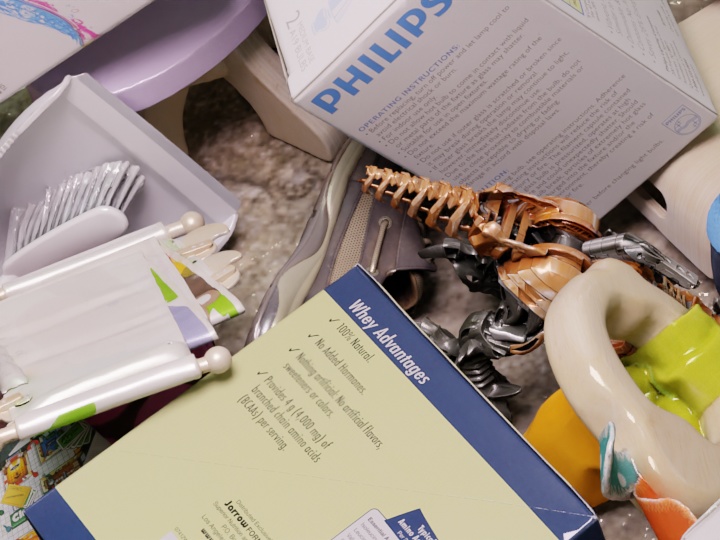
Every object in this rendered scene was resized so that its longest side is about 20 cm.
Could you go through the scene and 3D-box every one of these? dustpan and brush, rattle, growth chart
[{"bbox_3d":[-0.178,-0.004,1.508,0.199,0.139,0.057,-30,39,26],"label":"dustpan and brush"},{"bbox_3d":[0.103,0.094,1.272,0.142,0.130,0.200,-28,27,23],"label":"rattle"},{"bbox_3d":[-0.123,0.024,1.384,0.144,0.018,0.200,-17,23,-3],"label":"growth chart"}]

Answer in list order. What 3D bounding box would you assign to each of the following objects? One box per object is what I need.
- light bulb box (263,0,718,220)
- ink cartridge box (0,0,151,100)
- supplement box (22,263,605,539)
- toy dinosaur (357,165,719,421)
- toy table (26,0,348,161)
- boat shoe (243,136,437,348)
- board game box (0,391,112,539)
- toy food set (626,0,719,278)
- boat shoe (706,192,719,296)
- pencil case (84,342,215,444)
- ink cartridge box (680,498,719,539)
[{"bbox_3d":[0.052,-0.146,1.443,0.125,0.199,0.199,-42,41,24],"label":"light bulb box"},{"bbox_3d":[-0.164,-0.187,1.455,0.199,0.084,0.145,-30,40,26],"label":"ink cartridge box"},{"bbox_3d":[-0.010,0.147,1.314,0.199,0.135,0.200,-36,52,-11],"label":"supplement box"},{"bbox_3d":[0.091,0.000,1.386,0.200,0.136,0.102,47,54,-5],"label":"toy dinosaur"},{"bbox_3d":[-0.095,-0.131,1.559,0.200,0.117,0.184,-41,53,-15],"label":"toy table"},{"bbox_3d":[0.000,0.000,1.473,0.073,0.075,0.201,25,57,2],"label":"boat shoe"},{"bbox_3d":[-0.194,0.155,1.382,0.105,0.023,0.200,42,83,-1],"label":"board game box"},{"bbox_3d":[0.228,-0.087,1.473,0.199,0.061,0.144,-31,40,-8],"label":"toy food set"},{"bbox_3d":[0.265,-0.027,1.400,0.199,0.069,0.084,-7,39,-5],"label":"boat shoe"},{"bbox_3d":[-0.167,0.077,1.451,0.199,0.091,0.094,-29,15,-8],"label":"pencil case"},{"bbox_3d":[0.220,0.179,1.178,0.084,0.200,0.145,-38,53,-14],"label":"ink cartridge box"}]
